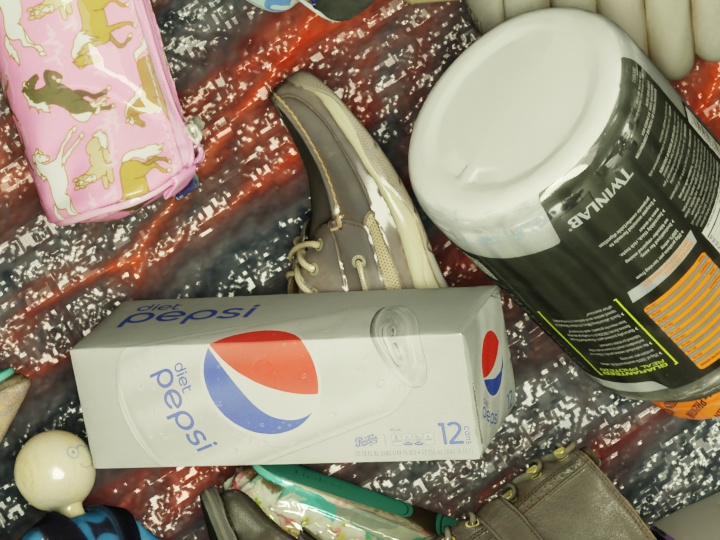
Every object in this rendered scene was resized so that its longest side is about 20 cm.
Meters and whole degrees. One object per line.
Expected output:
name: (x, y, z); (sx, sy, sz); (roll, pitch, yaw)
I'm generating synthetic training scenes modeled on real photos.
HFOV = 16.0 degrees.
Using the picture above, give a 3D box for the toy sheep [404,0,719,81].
toy sheep: (0.117, -0.151, 1.230); (0.198, 0.138, 0.139); (-8, 91, 10)

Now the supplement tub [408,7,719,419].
supplement tub: (0.122, -0.020, 1.194); (0.123, 0.122, 0.200); (-48, 130, -2)

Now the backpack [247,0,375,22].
backpack: (-0.046, -0.231, 1.182); (0.199, 0.150, 0.178); (34, 58, -19)

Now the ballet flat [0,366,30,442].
ballet flat: (-0.238, 0.115, 1.241); (0.199, 0.068, 0.068); (-26, 96, 7)

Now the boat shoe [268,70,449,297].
boat shoe: (0.000, 0.000, 1.247); (0.073, 0.074, 0.201); (-28, 91, -3)

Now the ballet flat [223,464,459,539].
ballet flat: (0.024, 0.148, 1.256); (0.199, 0.076, 0.064); (18, 99, 6)

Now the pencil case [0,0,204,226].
pencil case: (-0.138, -0.124, 1.234); (0.086, 0.083, 0.201); (-18, 91, -18)

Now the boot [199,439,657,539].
boot: (0.040, 0.135, 1.187); (0.174, 0.069, 0.200); (-36, 63, -18)

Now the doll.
doll: (-0.113, 0.169, 1.220); (0.048, 0.136, 0.201); (-35, 77, 35)

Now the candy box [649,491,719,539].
candy box: (0.215, 0.208, 1.214); (0.071, 0.168, 0.201); (-22, 92, -2)

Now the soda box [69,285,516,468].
soda box: (-0.032, 0.050, 1.206); (0.198, 0.068, 0.064); (-2, 109, 20)
